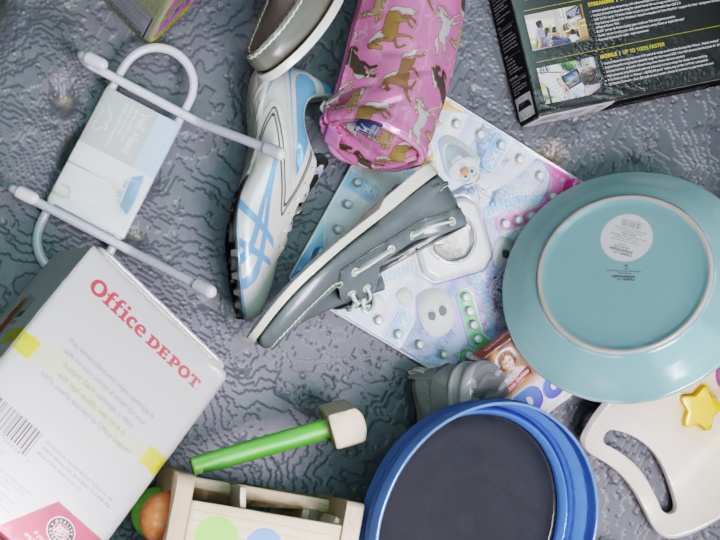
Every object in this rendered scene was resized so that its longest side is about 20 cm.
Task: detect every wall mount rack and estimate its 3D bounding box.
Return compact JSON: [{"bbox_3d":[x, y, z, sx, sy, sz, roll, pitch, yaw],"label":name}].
[{"bbox_3d":[-0.161,-0.072,1.292,0.173,0.075,0.200,27,86,-4],"label":"wall mount rack"}]

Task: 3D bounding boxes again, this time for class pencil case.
[{"bbox_3d":[0.030,-0.179,1.335,0.087,0.083,0.200,38,60,-50],"label":"pencil case"}]

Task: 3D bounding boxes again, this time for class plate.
[{"bbox_3d":[0.205,0.006,1.324,0.200,0.026,0.201,-8,62,15],"label":"plate"}]

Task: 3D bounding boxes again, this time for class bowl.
[{"bbox_3d":[0.087,0.192,1.281,0.200,0.039,0.201,-5,101,-29],"label":"bowl"}]

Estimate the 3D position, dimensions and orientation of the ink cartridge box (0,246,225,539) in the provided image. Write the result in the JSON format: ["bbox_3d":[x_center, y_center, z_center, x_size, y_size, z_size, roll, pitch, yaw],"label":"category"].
[{"bbox_3d":[-0.215,0.104,1.230,0.145,0.083,0.200,46,65,-21],"label":"ink cartridge box"}]

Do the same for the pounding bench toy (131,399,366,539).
[{"bbox_3d":[-0.089,0.182,1.276,0.156,0.124,0.201,12,84,-12],"label":"pounding bench toy"}]

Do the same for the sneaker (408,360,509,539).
[{"bbox_3d":[0.081,0.163,1.353,0.075,0.082,0.201,-16,107,-47],"label":"sneaker"}]

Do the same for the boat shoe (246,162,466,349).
[{"bbox_3d":[0.000,0.000,1.310,0.200,0.073,0.062,-42,93,-18],"label":"boat shoe"}]

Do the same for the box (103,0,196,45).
[{"bbox_3d":[-0.118,-0.275,1.259,0.097,0.200,0.176,45,77,-7],"label":"box"}]

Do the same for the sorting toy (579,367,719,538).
[{"bbox_3d":[0.277,0.119,1.387,0.180,0.107,0.200,-41,104,-1],"label":"sorting toy"}]

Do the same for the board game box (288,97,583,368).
[{"bbox_3d":[0.074,-0.026,1.379,0.200,0.026,0.200,31,80,-10],"label":"board game box"}]

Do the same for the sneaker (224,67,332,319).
[{"bbox_3d":[-0.064,-0.059,1.325,0.072,0.072,0.201,10,85,-6],"label":"sneaker"}]

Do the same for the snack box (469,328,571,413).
[{"bbox_3d":[0.182,0.047,1.384,0.200,0.024,0.072,-34,106,-20],"label":"snack box"}]

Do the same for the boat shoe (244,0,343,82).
[{"bbox_3d":[-0.039,-0.237,1.314,0.060,0.072,0.202,40,69,-31],"label":"boat shoe"}]

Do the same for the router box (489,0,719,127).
[{"bbox_3d":[0.213,-0.211,1.410,0.200,0.051,0.150,-12,88,-14],"label":"router box"}]
